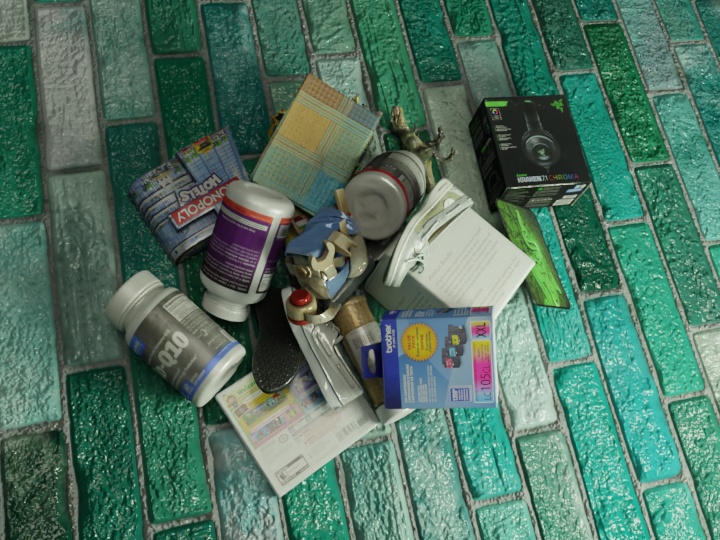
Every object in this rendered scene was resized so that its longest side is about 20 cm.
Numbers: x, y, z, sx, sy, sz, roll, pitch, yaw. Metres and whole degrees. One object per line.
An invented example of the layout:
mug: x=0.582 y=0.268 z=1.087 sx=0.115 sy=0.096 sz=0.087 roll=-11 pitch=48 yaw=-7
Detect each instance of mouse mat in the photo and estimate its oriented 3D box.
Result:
mouse mat: x=0.301 y=-0.028 z=1.404 sx=0.160 sy=0.007 sz=0.203 roll=8 pitch=60 yaw=-53

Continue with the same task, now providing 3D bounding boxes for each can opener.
can opener: x=0.000 y=0.000 z=1.320 sx=0.053 sy=0.068 sz=0.200 roll=20 pitch=56 yaw=33

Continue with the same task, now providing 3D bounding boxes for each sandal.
sandal: x=-0.132 y=0.114 z=1.269 sx=0.074 sy=0.048 sz=0.203 roll=-2 pitch=46 yaw=-4

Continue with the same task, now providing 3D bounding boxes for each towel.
towel: x=-0.072 y=-0.198 z=1.313 sx=0.145 sy=0.022 sz=0.203 roll=29 pitch=82 yaw=-12

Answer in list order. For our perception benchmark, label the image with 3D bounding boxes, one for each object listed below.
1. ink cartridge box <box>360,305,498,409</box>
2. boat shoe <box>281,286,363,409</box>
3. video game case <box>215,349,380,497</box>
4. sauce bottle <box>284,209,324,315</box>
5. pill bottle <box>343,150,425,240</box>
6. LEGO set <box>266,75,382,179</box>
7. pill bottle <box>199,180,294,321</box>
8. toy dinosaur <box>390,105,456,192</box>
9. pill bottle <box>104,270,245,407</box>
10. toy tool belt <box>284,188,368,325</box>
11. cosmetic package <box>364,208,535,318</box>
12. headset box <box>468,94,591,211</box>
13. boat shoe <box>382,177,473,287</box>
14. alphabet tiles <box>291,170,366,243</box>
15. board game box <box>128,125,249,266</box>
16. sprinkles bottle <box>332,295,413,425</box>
ink cartridge box: x=0.102 y=0.129 z=1.190 sx=0.196 sy=0.076 sz=0.139 roll=-3 pitch=95 yaw=13
boat shoe: x=-0.058 y=0.111 z=1.249 sx=0.064 sy=0.074 sz=0.203 roll=-26 pitch=93 yaw=4
video game case: x=-0.097 y=0.219 z=1.263 sx=0.198 sy=0.022 sz=0.183 roll=-32 pitch=78 yaw=-21
sauce bottle: x=-0.091 y=-0.010 z=1.332 sx=0.063 sy=0.065 sz=0.204 roll=-3 pitch=69 yaw=-13
pill bottle: x=0.047 y=-0.135 z=1.347 sx=0.110 sy=0.112 sz=0.200 roll=34 pitch=29 yaw=3
LEGO set: x=-0.054 y=-0.255 z=1.385 sx=0.199 sy=0.117 sz=0.154 roll=35 pitch=34 yaw=10
pill bottle: x=-0.182 y=-0.029 z=1.254 sx=0.111 sy=0.113 sz=0.203 roll=20 pitch=104 yaw=-3
toy dinosaur: x=0.123 y=-0.216 z=1.473 sx=0.087 sy=0.048 sz=0.203 roll=-23 pitch=75 yaw=-5
pill bottle: x=-0.281 y=0.099 z=1.219 sx=0.199 sy=0.114 sz=0.114 roll=39 pitch=66 yaw=5
toy tool belt: x=-0.063 y=-0.027 z=1.210 sx=0.123 sy=0.125 sz=0.201 roll=11 pitch=41 yaw=21
cosmetic package: x=0.141 y=0.010 z=1.320 sx=0.199 sy=0.165 sz=0.165 roll=40 pitch=65 yaw=5
headset box: x=0.308 y=-0.224 z=1.489 sx=0.171 sy=0.093 sz=0.204 roll=-4 pitch=68 yaw=-14
boat shoe: x=0.099 y=-0.051 z=1.205 sx=0.064 sy=0.075 sz=0.203 roll=32 pitch=60 yaw=7
alphabet tiles: x=-0.043 y=-0.104 z=1.367 sx=0.198 sy=0.008 sz=0.169 roll=-25 pitch=80 yaw=-43
board game box: x=-0.250 y=-0.107 z=1.337 sx=0.198 sy=0.062 sz=0.201 roll=-33 pitch=78 yaw=-22
sprinkles bottle: x=0.021 y=0.143 z=1.293 sx=0.067 sy=0.068 sz=0.202 roll=-22 pitch=75 yaw=-19
